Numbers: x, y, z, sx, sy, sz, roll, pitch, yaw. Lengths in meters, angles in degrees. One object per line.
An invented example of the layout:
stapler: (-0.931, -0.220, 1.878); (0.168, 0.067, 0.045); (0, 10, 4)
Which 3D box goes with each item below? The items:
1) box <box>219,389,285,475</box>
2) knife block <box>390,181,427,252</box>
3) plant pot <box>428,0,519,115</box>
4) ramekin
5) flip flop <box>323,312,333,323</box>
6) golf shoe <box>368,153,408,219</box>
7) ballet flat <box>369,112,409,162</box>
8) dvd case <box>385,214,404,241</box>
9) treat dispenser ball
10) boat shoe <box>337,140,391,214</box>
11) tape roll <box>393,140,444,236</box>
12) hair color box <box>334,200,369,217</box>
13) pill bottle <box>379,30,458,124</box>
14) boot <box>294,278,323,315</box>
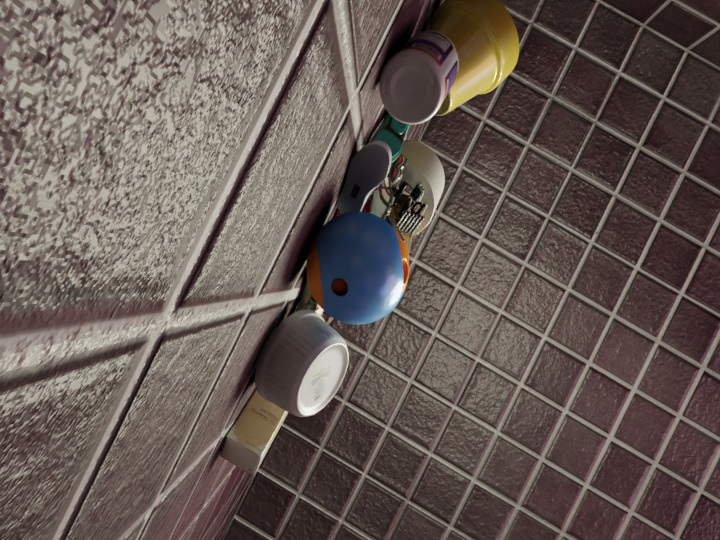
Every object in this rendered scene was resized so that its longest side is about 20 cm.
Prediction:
box: (-0.228, 0.345, 1.209); (0.079, 0.092, 0.202); (-63, 180, 36)
knife block: (0.085, -0.124, 1.293); (0.198, 0.062, 0.183); (1, -103, 66)
plant pot: (0.194, -0.432, 1.094); (0.189, 0.201, 0.201); (-44, 173, -15)
ramekin: (-0.109, 0.195, 1.079); (0.199, 0.103, 0.206); (-39, 143, -37)
flip flop: (-0.136, 0.153, 1.444); (0.198, 0.058, 0.081); (-41, 176, 14)
golf shoe: (0.037, -0.174, 1.169); (0.077, 0.085, 0.207); (129, -20, -68)
ballet flat: (0.057, -0.269, 1.107); (0.071, 0.066, 0.204); (-48, -168, 52)
dvd case: (0.041, -0.066, 1.261); (0.146, 0.017, 0.202); (-64, -153, 27)
treat dispenser ball: (-0.006, -0.005, 0.989); (0.206, 0.196, 0.201); (-62, 178, -4)
boat shoe: (0.014, -0.181, 1.010); (0.069, 0.072, 0.201); (-59, 177, -36)
tape roll: (0.109, -0.210, 1.359); (0.206, 0.198, 0.140); (-63, 178, 38)
hair color box: (-0.023, -0.102, 1.222); (0.114, 0.062, 0.201); (-64, 179, 26)
pill bottle: (0.108, -0.339, 0.906); (0.113, 0.109, 0.202); (-63, 178, 40)
boot: (-0.107, 0.073, 1.167); (0.159, 0.070, 0.200); (-63, 180, 1)
